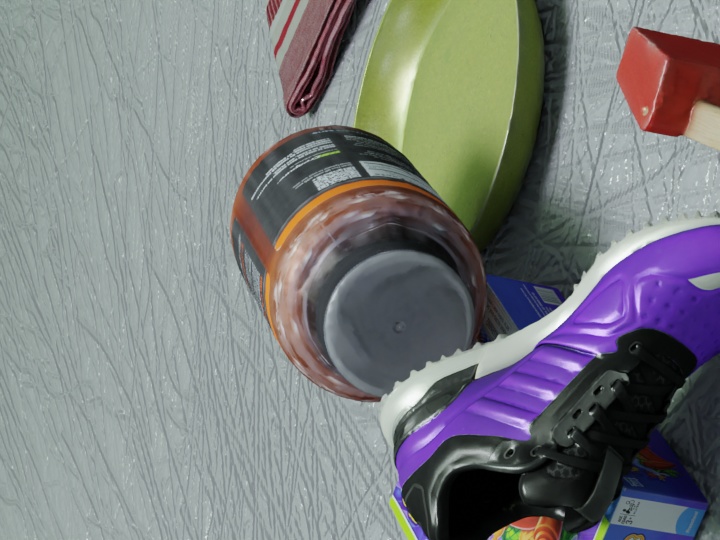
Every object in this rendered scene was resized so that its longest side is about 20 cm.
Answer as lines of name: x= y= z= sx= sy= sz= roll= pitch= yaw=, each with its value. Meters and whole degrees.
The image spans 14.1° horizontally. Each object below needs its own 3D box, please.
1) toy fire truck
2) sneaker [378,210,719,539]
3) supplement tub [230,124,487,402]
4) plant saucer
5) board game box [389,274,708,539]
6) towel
toy fire truck: x=0.182 y=-0.092 z=1.204 sx=0.200 sy=0.049 sz=0.141 roll=-122 pitch=47 yaw=-57
sneaker: x=0.101 y=0.059 z=1.231 sx=0.200 sy=0.070 sz=0.100 roll=-34 pitch=40 yaw=22
supplement tub: x=0.000 y=0.000 z=1.405 sx=0.200 sy=0.107 sz=0.107 roll=-123 pitch=47 yaw=-72
plant saucer: x=0.049 y=-0.082 z=1.535 sx=0.200 sy=0.031 sz=0.201 roll=-170 pitch=90 yaw=-66
board game box: x=0.083 y=0.109 z=1.352 sx=0.200 sy=0.045 sz=0.135 roll=-121 pitch=47 yaw=-58
towel: x=-0.028 y=-0.210 z=1.784 sx=0.200 sy=0.023 sz=0.144 roll=-102 pitch=29 yaw=-45
